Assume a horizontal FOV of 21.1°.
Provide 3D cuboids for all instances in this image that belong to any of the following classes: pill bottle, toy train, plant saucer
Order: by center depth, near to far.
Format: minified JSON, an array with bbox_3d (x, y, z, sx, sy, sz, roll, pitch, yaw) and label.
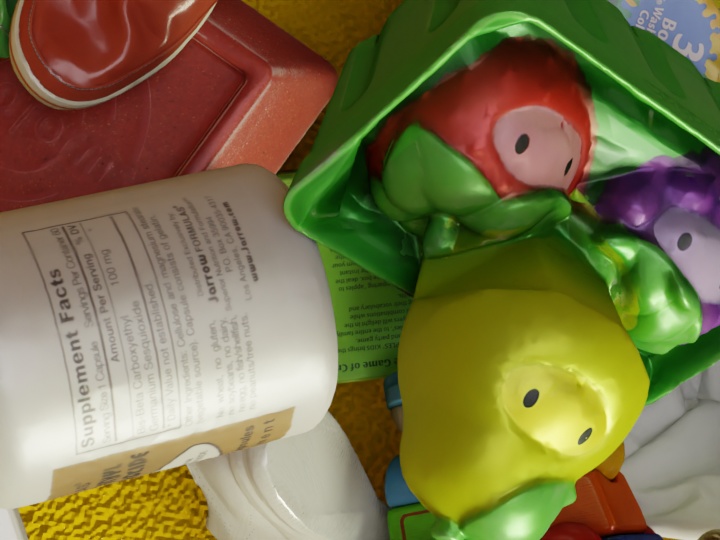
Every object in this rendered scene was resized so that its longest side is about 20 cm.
[{"bbox_3d":[-0.120,0.031,0.758,0.199,0.114,0.115,-13,96,-22],"label":"pill bottle"},{"bbox_3d":[0.101,0.086,0.847,0.199,0.085,0.116,-15,78,27],"label":"toy train"},{"bbox_3d":[-0.144,-0.067,0.851,0.199,0.037,0.200,35,84,4],"label":"plant saucer"}]

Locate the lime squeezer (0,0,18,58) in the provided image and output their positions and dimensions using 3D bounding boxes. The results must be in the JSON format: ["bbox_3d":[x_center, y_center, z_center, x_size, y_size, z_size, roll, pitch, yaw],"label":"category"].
[{"bbox_3d":[-0.170,-0.116,0.828,0.200,0.071,0.038,-43,143,-4],"label":"lime squeezer"}]

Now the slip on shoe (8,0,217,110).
[{"bbox_3d":[-0.070,-0.148,0.809,0.200,0.061,0.074,-44,100,-7],"label":"slip on shoe"}]

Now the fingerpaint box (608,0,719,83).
[{"bbox_3d":[0.185,-0.150,0.863,0.166,0.073,0.201,22,86,-14],"label":"fingerpaint box"}]

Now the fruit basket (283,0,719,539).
[{"bbox_3d":[0.076,-0.001,0.740,0.216,0.216,0.155,42,124,-13],"label":"fruit basket"}]

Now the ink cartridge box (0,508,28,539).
[{"bbox_3d":[-0.174,0.139,0.844,0.068,0.115,0.201,-19,98,-12],"label":"ink cartridge box"}]

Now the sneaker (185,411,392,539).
[{"bbox_3d":[-0.027,0.129,0.908,0.075,0.088,0.200,-55,132,-37],"label":"sneaker"}]

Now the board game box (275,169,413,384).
[{"bbox_3d":[0.000,0.000,0.914,0.199,0.048,0.102,-6,95,-13],"label":"board game box"}]

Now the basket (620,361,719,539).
[{"bbox_3d":[0.205,0.045,0.882,0.123,0.199,0.136,-20,107,-56],"label":"basket"}]
